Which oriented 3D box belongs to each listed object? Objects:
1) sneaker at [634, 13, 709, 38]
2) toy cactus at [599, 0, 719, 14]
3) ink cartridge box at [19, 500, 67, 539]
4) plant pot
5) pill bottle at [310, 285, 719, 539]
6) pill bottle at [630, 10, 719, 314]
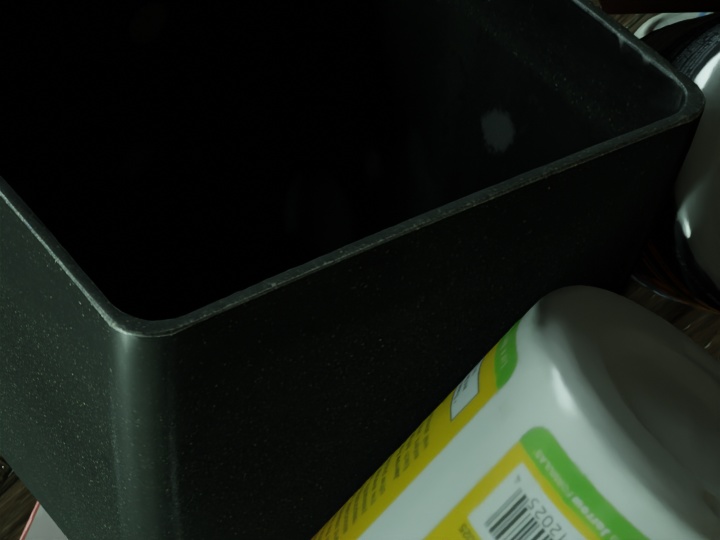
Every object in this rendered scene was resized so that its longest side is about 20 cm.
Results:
[{"bbox_3d":[0.176,-0.134,1.027,0.200,0.087,0.075,-51,-10,-40],"label":"sneaker"},{"bbox_3d":[0.161,-0.129,0.844,0.165,0.102,0.200,-10,11,13],"label":"toy cactus"},{"bbox_3d":[-0.109,0.168,1.101,0.200,0.067,0.117,79,-149,-66],"label":"ink cartridge box"},{"bbox_3d":[-0.040,-0.004,0.762,0.200,0.200,0.178,-22,-43,-29],"label":"plant pot"},{"bbox_3d":[0.033,0.110,0.716,0.200,0.111,0.111,-48,9,23],"label":"pill bottle"},{"bbox_3d":[0.133,-0.036,0.823,0.106,0.106,0.200,-52,7,-1],"label":"pill bottle"}]
